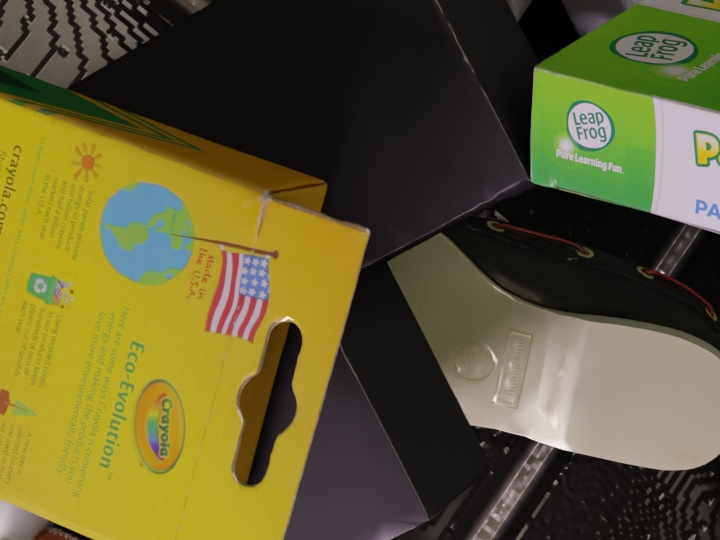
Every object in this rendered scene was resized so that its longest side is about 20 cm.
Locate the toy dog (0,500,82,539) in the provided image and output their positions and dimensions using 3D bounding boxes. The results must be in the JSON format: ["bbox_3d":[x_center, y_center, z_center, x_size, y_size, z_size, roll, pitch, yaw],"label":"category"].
[{"bbox_3d":[-0.127,0.140,0.789,0.131,0.096,0.201,-11,85,-19],"label":"toy dog"}]

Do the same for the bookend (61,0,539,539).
[{"bbox_3d":[0.000,0.000,0.796,0.200,0.092,0.199,-28,89,21],"label":"bookend"}]

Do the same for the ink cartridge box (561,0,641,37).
[{"bbox_3d":[0.095,-0.143,0.800,0.039,0.200,0.100,23,80,20],"label":"ink cartridge box"}]

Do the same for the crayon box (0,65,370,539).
[{"bbox_3d":[-0.094,0.012,0.751,0.199,0.051,0.127,21,103,18],"label":"crayon box"}]

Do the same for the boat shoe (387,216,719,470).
[{"bbox_3d":[0.045,0.017,0.883,0.201,0.063,0.074,18,112,-1],"label":"boat shoe"}]

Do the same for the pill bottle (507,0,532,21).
[{"bbox_3d":[0.066,-0.194,0.891,0.116,0.116,0.200,34,74,-10],"label":"pill bottle"}]

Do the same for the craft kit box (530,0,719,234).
[{"bbox_3d":[0.187,-0.057,0.740,0.200,0.197,0.049,-34,129,-47],"label":"craft kit box"}]
